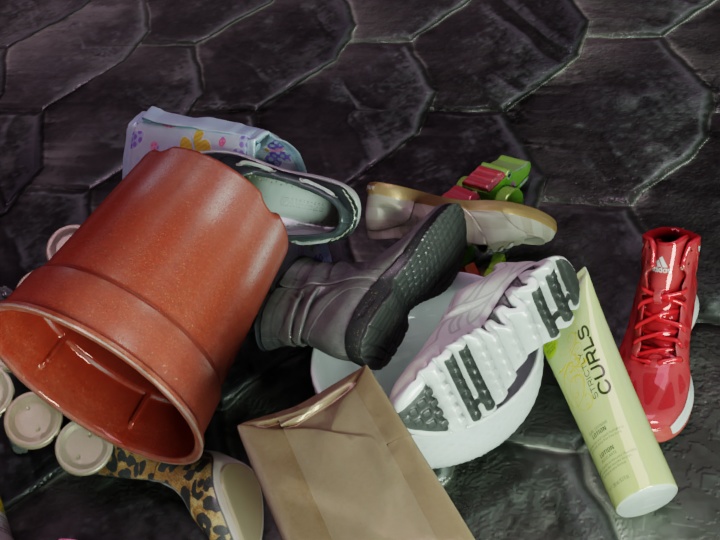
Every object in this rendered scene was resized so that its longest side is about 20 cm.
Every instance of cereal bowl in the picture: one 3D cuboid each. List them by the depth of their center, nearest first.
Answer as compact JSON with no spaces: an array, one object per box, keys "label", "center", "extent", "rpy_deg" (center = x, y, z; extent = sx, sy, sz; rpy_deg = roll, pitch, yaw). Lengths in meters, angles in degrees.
[{"label":"cereal bowl","center":[0.060,0.095,0.987],"extent":[0.198,0.084,0.201],"rpy_deg":[-9,38,7]}]

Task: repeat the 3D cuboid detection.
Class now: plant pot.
[{"label":"plant pot","center":[-0.166,0.019,0.936],"extent":[0.199,0.202,0.196],"rpy_deg":[12,55,29]}]

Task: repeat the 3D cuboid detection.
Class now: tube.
[{"label":"tube","center":[0.191,0.098,0.927],"extent":[0.058,0.052,0.201],"rpy_deg":[-19,55,3]}]

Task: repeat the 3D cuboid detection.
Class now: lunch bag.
[{"label":"lunch bag","center":[-0.142,-0.062,1.144],"extent":[0.168,0.201,0.127],"rpy_deg":[12,45,28]}]

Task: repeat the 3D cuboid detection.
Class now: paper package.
[{"label":"paper package","center":[0.013,0.202,0.768],"extent":[0.103,0.201,0.191],"rpy_deg":[-25,42,-9]}]

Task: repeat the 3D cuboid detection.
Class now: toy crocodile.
[{"label":"toy crocodile","center":[0.108,-0.063,1.180],"extent":[0.067,0.062,0.200],"rpy_deg":[23,51,37]}]

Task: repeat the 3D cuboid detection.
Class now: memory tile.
[{"label":"memory tile","center":[-0.249,0.067,1.013],"extent":[0.152,0.017,0.201],"rpy_deg":[25,69,6]}]

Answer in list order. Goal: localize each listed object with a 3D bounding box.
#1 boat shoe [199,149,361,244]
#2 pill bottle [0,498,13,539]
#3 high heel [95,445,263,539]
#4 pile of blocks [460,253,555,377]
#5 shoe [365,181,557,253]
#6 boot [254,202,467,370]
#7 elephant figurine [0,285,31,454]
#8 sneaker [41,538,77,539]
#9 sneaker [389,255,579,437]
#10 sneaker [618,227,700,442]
[{"label":"boat shoe","center":[-0.100,-0.065,1.018],"extent":[0.198,0.076,0.060],"rpy_deg":[4,10,10]},{"label":"pill bottle","center":[-0.335,0.215,0.908],"extent":[0.112,0.113,0.201],"rpy_deg":[-23,60,-11]},{"label":"high heel","center":[-0.159,0.198,0.970],"extent":[0.142,0.071,0.201],"rpy_deg":[-35,53,15]},{"label":"pile of blocks","center":[0.152,0.026,1.059],"extent":[0.082,0.063,0.199],"rpy_deg":[-37,44,-26]},{"label":"shoe","center":[0.095,-0.042,1.094],"extent":[0.198,0.054,0.070],"rpy_deg":[9,-6,-19]},{"label":"boot","center":[0.000,0.000,1.005],"extent":[0.131,0.070,0.200],"rpy_deg":[9,40,35]},{"label":"elephant figurine","center":[-0.260,0.046,1.083],"extent":[0.198,0.156,0.142],"rpy_deg":[-18,30,6]},{"label":"sneaker","center":[-0.188,0.257,0.835],"extent":[0.198,0.074,0.088],"rpy_deg":[14,43,-18]},{"label":"sneaker","center":[0.089,0.058,0.912],"extent":[0.200,0.076,0.081],"rpy_deg":[-38,32,-30]},{"label":"sneaker","center":[0.246,0.039,0.971],"extent":[0.078,0.116,0.201],"rpy_deg":[1,41,17]}]
